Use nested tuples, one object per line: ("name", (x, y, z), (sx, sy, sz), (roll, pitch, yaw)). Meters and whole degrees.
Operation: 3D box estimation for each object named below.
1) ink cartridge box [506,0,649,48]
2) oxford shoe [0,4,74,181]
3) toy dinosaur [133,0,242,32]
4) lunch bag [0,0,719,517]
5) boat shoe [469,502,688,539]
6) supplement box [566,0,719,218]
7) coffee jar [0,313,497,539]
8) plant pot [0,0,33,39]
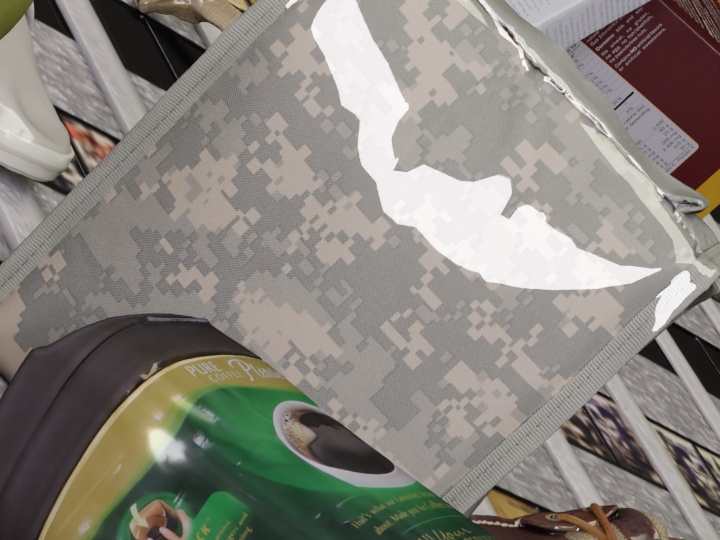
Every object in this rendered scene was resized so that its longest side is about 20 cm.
("ink cartridge box", (0.035, -0.179, 1.455), (0.197, 0.199, 0.043), (58, -7, 29))
("oxford shoe", (-0.153, -0.117, 1.036), (0.075, 0.058, 0.201), (25, 30, -57))
("toy dinosaur", (-0.012, -0.070, 1.279), (0.200, 0.058, 0.101), (39, 18, -26))
("lunch bag", (0.000, 0.000, 0.907), (0.164, 0.200, 0.118), (48, 17, 3))
("boat shoe", (0.085, 0.114, 1.079), (0.200, 0.072, 0.072), (25, 28, -53))
("supplement box", (0.113, -0.142, 1.612), (0.200, 0.133, 0.198), (37, 20, -32))
("coffee jar", (-0.013, 0.092, 0.796), (0.200, 0.086, 0.104), (36, 12, 20))
("plant pot", (-0.166, -0.123, 0.855), (0.187, 0.187, 0.200), (51, 5, 11))
